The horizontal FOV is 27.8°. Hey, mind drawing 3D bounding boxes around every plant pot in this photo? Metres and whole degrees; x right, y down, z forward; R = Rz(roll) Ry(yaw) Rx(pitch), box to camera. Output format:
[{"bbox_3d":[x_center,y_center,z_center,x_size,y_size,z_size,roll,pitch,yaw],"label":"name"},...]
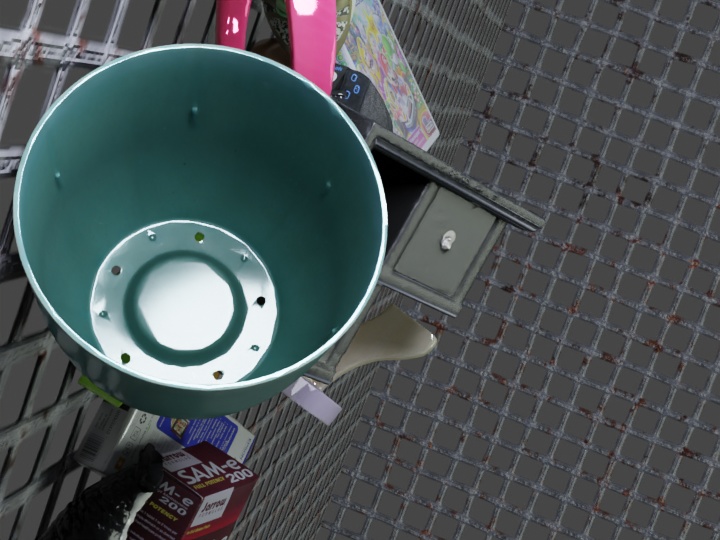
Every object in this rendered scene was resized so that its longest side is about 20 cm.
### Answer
[{"bbox_3d":[-0.097,-0.003,0.847,0.161,0.200,0.201,115,-1,-66],"label":"plant pot"}]

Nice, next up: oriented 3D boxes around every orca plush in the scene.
[{"bbox_3d":[-0.212,0.212,1.039,0.071,0.105,0.200,18,123,-45],"label":"orca plush"}]

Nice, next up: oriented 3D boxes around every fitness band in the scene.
[{"bbox_3d":[-0.055,-0.159,0.920,0.200,0.037,0.144,-122,-142,-58],"label":"fitness band"}]

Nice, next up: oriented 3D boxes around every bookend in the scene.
[{"bbox_3d":[0.000,0.000,1.053,0.198,0.092,0.201,26,97,-44],"label":"bookend"}]

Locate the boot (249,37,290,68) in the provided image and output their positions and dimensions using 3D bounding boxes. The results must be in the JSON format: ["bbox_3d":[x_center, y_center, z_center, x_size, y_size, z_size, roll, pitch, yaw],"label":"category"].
[{"bbox_3d":[-0.064,-0.119,1.235,0.146,0.070,0.200,-56,158,23],"label":"boot"}]

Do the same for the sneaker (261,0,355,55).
[{"bbox_3d":[-0.046,-0.206,1.041,0.200,0.077,0.089,86,10,-55],"label":"sneaker"}]

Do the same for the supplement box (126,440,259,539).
[{"bbox_3d":[-0.163,0.236,1.121,0.201,0.061,0.109,-63,163,10],"label":"supplement box"}]

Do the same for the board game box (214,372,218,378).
[{"bbox_3d":[-0.151,0.082,1.263,0.134,0.034,0.201,42,69,-82],"label":"board game box"}]

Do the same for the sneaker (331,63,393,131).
[{"bbox_3d":[-0.051,-0.116,1.090,0.200,0.073,0.112,30,66,-42],"label":"sneaker"}]

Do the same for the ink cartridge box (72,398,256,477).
[{"bbox_3d":[-0.153,0.143,1.179,0.095,0.037,0.200,-64,151,-14],"label":"ink cartridge box"}]

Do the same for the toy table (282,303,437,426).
[{"bbox_3d":[-0.041,0.048,1.224,0.117,0.184,0.200,-52,-177,-6],"label":"toy table"}]

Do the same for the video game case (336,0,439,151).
[{"bbox_3d":[0.007,-0.185,1.232,0.201,0.018,0.143,64,22,-12],"label":"video game case"}]

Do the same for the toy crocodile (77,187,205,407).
[{"bbox_3d":[-0.145,0.009,0.990,0.062,0.067,0.201,-70,180,-67],"label":"toy crocodile"}]
